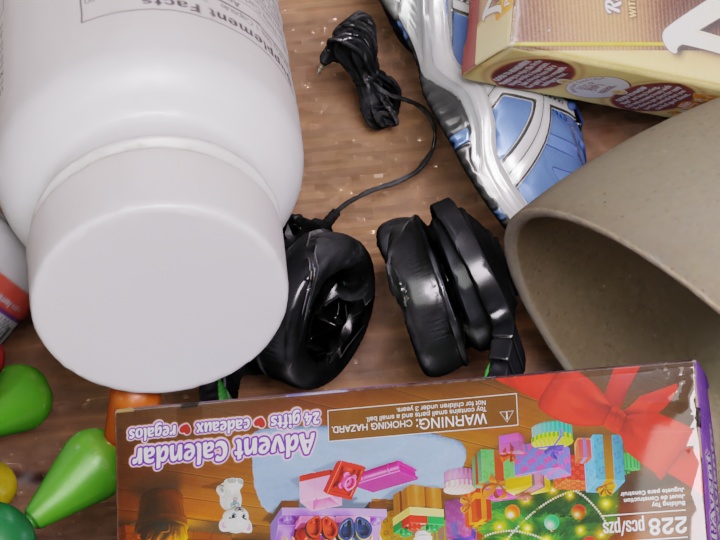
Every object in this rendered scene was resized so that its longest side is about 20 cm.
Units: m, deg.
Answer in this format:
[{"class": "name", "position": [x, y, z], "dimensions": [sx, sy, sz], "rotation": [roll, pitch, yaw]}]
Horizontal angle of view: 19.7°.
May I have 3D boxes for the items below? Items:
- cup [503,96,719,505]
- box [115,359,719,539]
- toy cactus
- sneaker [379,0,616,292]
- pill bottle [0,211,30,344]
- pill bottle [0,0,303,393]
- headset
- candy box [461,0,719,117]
[{"class": "cup", "position": [0.171, 0.008, 0.737], "dimensions": [0.143, 0.200, 0.200], "rotation": [-42, 81, -12]}, {"class": "box", "position": [0.018, 0.107, 0.675], "dimensions": [0.198, 0.039, 0.138], "rotation": [-6, 78, 15]}, {"class": "toy cactus", "position": [-0.148, 0.091, 0.723], "dimensions": [0.164, 0.102, 0.201], "rotation": [16, 44, -18]}, {"class": "sneaker", "position": [0.061, -0.085, 0.832], "dimensions": [0.077, 0.076, 0.201], "rotation": [-26, 82, 4]}, {"class": "pill bottle", "position": [-0.223, 0.039, 0.813], "dimensions": [0.111, 0.111, 0.200], "rotation": [41, 86, 8]}, {"class": "pill bottle", "position": [-0.080, -0.056, 0.772], "dimensions": [0.113, 0.115, 0.201], "rotation": [-12, 44, 1]}, {"class": "headset", "position": [0.000, 0.000, 0.799], "dimensions": [0.122, 0.094, 0.201], "rotation": [-5, 52, 14]}, {"class": "candy box", "position": [0.143, -0.118, 0.809], "dimensions": [0.198, 0.055, 0.116], "rotation": [9, 79, -19]}]
